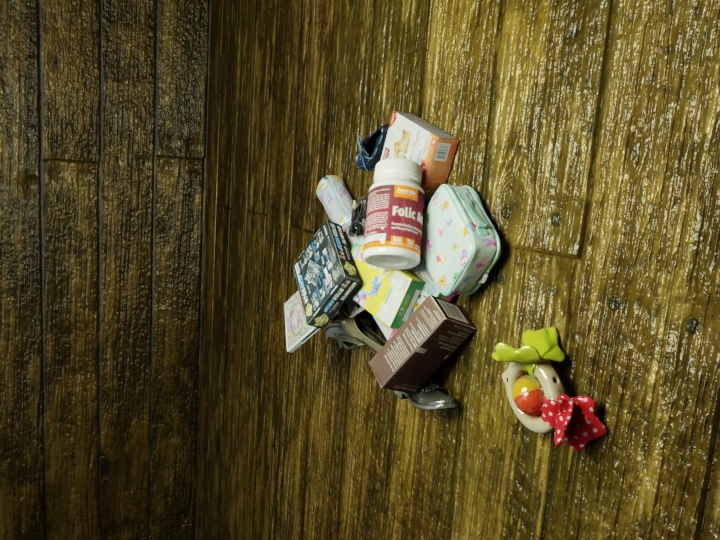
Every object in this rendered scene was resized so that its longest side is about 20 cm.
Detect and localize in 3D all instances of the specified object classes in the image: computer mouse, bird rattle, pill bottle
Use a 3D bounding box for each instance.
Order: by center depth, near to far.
[{"bbox_3d":[0.296,0.196,0.957,0.200,0.113,0.163,62,155,21],"label":"bird rattle"},{"bbox_3d":[0.068,-0.112,1.180,0.114,0.114,0.200,-22,59,60],"label":"pill bottle"},{"bbox_3d":[0.055,-0.077,1.286,0.200,0.044,0.110,37,136,28],"label":"computer mouse"}]

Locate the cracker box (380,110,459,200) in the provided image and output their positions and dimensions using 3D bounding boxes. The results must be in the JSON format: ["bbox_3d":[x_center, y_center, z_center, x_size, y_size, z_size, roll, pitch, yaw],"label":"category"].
[{"bbox_3d":[0.120,-0.251,1.283,0.200,0.058,0.134,49,132,52],"label":"cracker box"}]

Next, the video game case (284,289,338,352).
[{"bbox_3d":[-0.122,0.090,1.426,0.200,0.018,0.143,-42,42,37],"label":"video game case"}]

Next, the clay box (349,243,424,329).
[{"bbox_3d":[0.038,0.029,1.279,0.200,0.048,0.115,37,108,45],"label":"clay box"}]

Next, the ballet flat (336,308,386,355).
[{"bbox_3d":[0.023,0.154,1.390,0.200,0.067,0.046,45,112,0],"label":"ballet flat"}]

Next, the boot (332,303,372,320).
[{"bbox_3d":[-0.061,0.088,1.514,0.200,0.168,0.077,2,90,62],"label":"boot"}]

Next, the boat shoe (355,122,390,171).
[{"bbox_3d":[0.029,-0.308,1.441,0.200,0.069,0.084,-40,56,56],"label":"boat shoe"}]

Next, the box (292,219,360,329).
[{"bbox_3d":[-0.082,0.006,1.350,0.159,0.046,0.200,-52,37,28],"label":"box"}]

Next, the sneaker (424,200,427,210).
[{"bbox_3d":[0.084,-0.112,1.341,0.200,0.074,0.088,117,147,-42],"label":"sneaker"}]

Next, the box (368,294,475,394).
[{"bbox_3d":[0.120,0.150,1.177,0.200,0.100,0.075,-50,44,22],"label":"box"}]

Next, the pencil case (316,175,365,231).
[{"bbox_3d":[-0.051,-0.168,1.580,0.091,0.083,0.200,87,161,-49],"label":"pencil case"}]

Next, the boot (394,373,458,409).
[{"bbox_3d":[0.137,0.195,1.256,0.200,0.069,0.174,8,90,55],"label":"boot"}]

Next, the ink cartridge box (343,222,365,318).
[{"bbox_3d":[0.000,0.000,1.390,0.109,0.050,0.200,-34,62,35],"label":"ink cartridge box"}]

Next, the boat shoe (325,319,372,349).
[{"bbox_3d":[-0.036,0.173,1.568,0.200,0.075,0.069,-22,66,60],"label":"boat shoe"}]

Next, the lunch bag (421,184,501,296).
[{"bbox_3d":[0.187,-0.059,1.131,0.160,0.077,0.200,118,145,-41],"label":"lunch bag"}]

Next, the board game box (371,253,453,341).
[{"bbox_3d":[0.111,0.063,1.266,0.200,0.040,0.153,-59,37,22],"label":"board game box"}]
